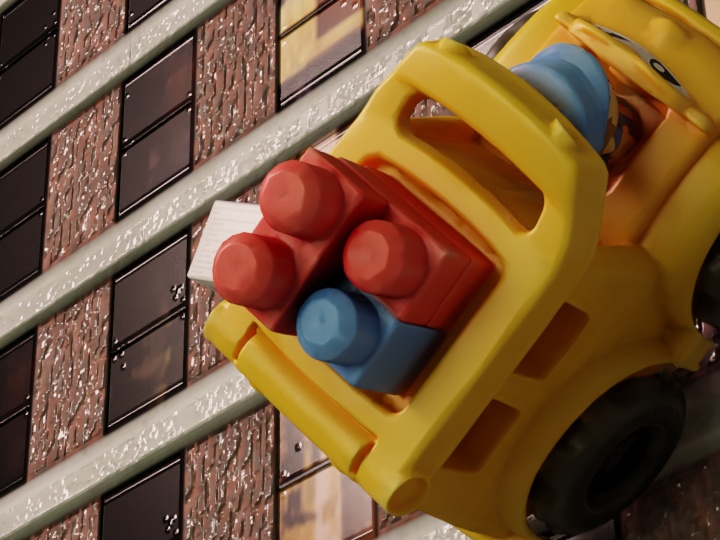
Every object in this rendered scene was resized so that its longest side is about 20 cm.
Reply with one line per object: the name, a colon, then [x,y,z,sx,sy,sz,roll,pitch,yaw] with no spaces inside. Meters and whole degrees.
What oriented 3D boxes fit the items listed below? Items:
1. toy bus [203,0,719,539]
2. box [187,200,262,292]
toy bus: [0.042,-0.015,0.751,0.136,0.192,0.200,42,101,31]
box: [0.000,0.000,0.948,0.200,0.039,0.042,6,72,52]
